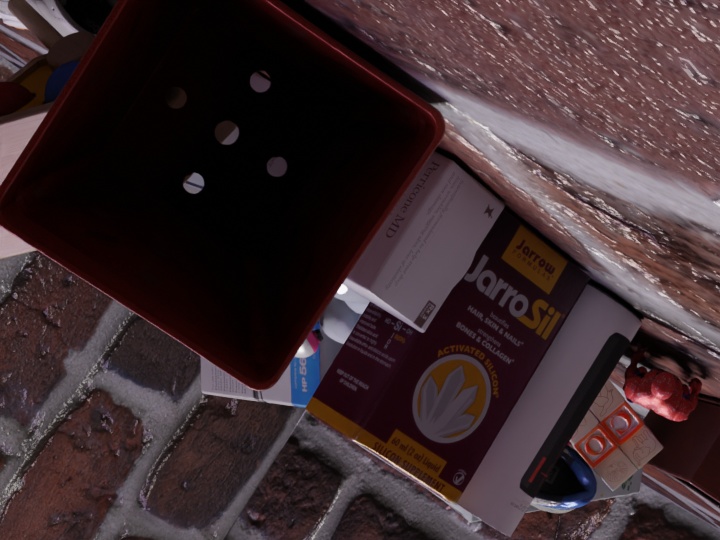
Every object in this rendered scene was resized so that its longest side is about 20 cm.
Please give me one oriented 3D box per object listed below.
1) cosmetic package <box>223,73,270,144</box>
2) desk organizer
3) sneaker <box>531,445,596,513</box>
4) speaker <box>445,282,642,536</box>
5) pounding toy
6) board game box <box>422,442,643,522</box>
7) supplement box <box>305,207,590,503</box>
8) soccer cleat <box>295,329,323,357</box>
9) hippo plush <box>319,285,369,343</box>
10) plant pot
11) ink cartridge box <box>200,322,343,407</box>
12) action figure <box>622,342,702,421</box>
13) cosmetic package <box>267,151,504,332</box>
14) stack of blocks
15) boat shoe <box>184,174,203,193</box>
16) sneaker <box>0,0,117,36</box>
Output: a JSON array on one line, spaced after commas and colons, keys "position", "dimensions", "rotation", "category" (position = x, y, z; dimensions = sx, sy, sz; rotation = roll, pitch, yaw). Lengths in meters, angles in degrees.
[{"position": [-0.107, -0.124, 1.402], "dimensions": [0.101, 0.072, 0.200], "rotation": [34, 176, -10], "category": "cosmetic package"}, {"position": [0.313, 0.164, 1.500], "dimensions": [0.071, 0.077, 0.200], "rotation": [33, 176, -7], "category": "desk organizer"}, {"position": [0.111, 0.143, 1.361], "dimensions": [0.199, 0.078, 0.085], "rotation": [22, 176, -9], "category": "sneaker"}, {"position": [0.134, 0.104, 1.281], "dimensions": [0.081, 0.201, 0.081], "rotation": [32, 177, 2], "category": "speaker"}, {"position": [-0.216, -0.127, 1.241], "dimensions": [0.183, 0.200, 0.143], "rotation": [-11, 116, 31], "category": "pounding toy"}, {"position": [0.142, 0.162, 1.520], "dimensions": [0.199, 0.065, 0.147], "rotation": [-6, -160, -33], "category": "board game box"}, {"position": [0.065, 0.054, 1.225], "dimensions": [0.110, 0.201, 0.086], "rotation": [34, 174, -30], "category": "supplement box"}, {"position": [-0.098, 0.036, 1.427], "dimensions": [0.070, 0.086, 0.200], "rotation": [61, 173, -30], "category": "soccer cleat"}, {"position": [0.000, 0.000, 1.334], "dimensions": [0.158, 0.201, 0.161], "rotation": [1, 147, 40], "category": "hippo plush"}, {"position": [-0.088, -0.077, 1.039], "dimensions": [0.199, 0.200, 0.176], "rotation": [33, -172, -10], "category": "plant pot"}, {"position": [-0.040, 0.076, 1.543], "dimensions": [0.145, 0.085, 0.199], "rotation": [-4, -176, -39], "category": "ink cartridge box"}, {"position": [0.252, 0.099, 1.385], "dimensions": [0.065, 0.052, 0.200], "rotation": [28, -178, 9], "category": "action figure"}, {"position": [-0.006, -0.051, 1.198], "dimensions": [0.199, 0.113, 0.081], "rotation": [28, 174, 44], "category": "cosmetic package"}, {"position": [0.178, 0.096, 1.430], "dimensions": [0.115, 0.059, 0.200], "rotation": [48, -176, -19], "category": "stack of blocks"}, {"position": [-0.123, -0.037, 1.396], "dimensions": [0.201, 0.087, 0.075], "rotation": [21, 180, -10], "category": "boat shoe"}, {"position": [-0.254, -0.235, 1.363], "dimensions": [0.199, 0.076, 0.092], "rotation": [32, 159, 10], "category": "sneaker"}]
